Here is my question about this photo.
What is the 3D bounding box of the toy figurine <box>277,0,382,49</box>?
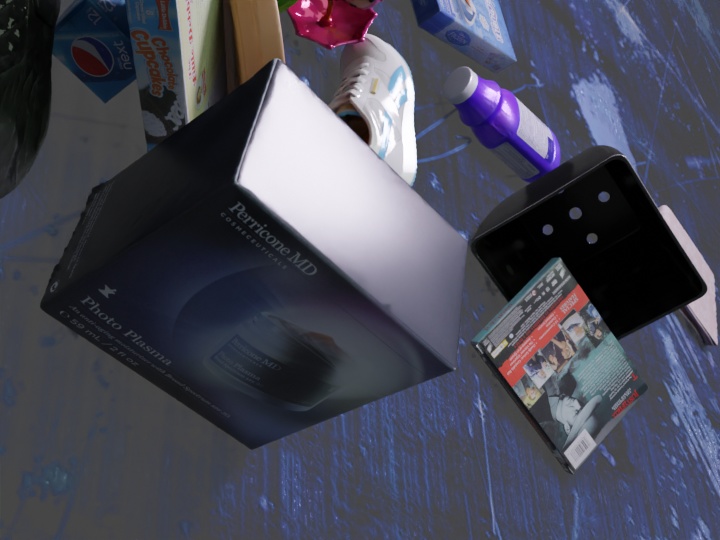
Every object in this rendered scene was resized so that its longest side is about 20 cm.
[{"bbox_3d":[-0.029,-0.293,0.899,0.184,0.199,0.151,16,63,-62],"label":"toy figurine"}]

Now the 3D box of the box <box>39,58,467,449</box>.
[{"bbox_3d":[-0.066,0.003,0.617,0.200,0.198,0.124,40,40,-29],"label":"box"}]

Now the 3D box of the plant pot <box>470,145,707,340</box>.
[{"bbox_3d":[0.270,-0.038,1.114,0.200,0.199,0.178,53,21,-15],"label":"plant pot"}]

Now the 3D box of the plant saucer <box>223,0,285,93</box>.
[{"bbox_3d":[-0.093,-0.174,0.740,0.032,0.200,0.201,-8,70,-12],"label":"plant saucer"}]

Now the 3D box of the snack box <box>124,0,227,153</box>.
[{"bbox_3d":[-0.129,-0.158,0.665,0.037,0.200,0.117,9,51,1],"label":"snack box"}]

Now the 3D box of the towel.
[{"bbox_3d":[0.572,0.010,1.618,0.191,0.032,0.200,48,37,-23],"label":"towel"}]

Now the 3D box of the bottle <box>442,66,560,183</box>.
[{"bbox_3d":[0.186,-0.194,1.205,0.200,0.065,0.084,31,44,-38],"label":"bottle"}]

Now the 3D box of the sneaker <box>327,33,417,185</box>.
[{"bbox_3d":[0.006,-0.169,0.940,0.081,0.076,0.201,21,50,-42],"label":"sneaker"}]

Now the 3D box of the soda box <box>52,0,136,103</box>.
[{"bbox_3d":[-0.176,-0.226,0.743,0.068,0.064,0.200,45,38,-26],"label":"soda box"}]

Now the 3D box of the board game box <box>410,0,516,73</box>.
[{"bbox_3d":[0.130,-0.400,1.289,0.199,0.043,0.201,14,57,-50],"label":"board game box"}]

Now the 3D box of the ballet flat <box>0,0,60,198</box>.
[{"bbox_3d":[-0.244,-0.131,0.617,0.067,0.057,0.201,61,26,-60],"label":"ballet flat"}]

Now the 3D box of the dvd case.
[{"bbox_3d":[0.228,0.108,1.031,0.146,0.022,0.200,-43,106,-18],"label":"dvd case"}]
